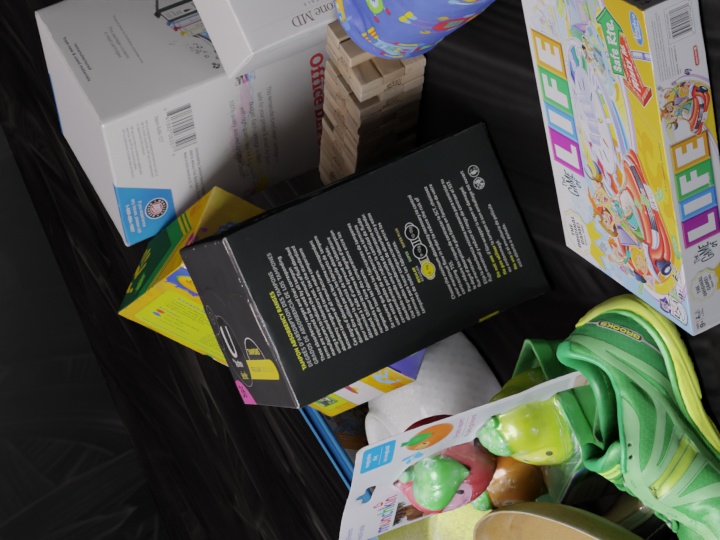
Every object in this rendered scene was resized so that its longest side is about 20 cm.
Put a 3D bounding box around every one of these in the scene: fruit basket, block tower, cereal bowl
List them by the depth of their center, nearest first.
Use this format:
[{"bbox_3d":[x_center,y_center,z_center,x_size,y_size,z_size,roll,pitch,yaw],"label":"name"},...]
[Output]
[{"bbox_3d":[0.085,0.124,1.248,0.094,0.200,0.185,60,162,22],"label":"fruit basket"},{"bbox_3d":[0.006,-0.110,1.416,0.054,0.058,0.200,58,163,27],"label":"block tower"},{"bbox_3d":[0.061,0.140,1.549,0.200,0.083,0.200,56,160,32],"label":"cereal bowl"}]

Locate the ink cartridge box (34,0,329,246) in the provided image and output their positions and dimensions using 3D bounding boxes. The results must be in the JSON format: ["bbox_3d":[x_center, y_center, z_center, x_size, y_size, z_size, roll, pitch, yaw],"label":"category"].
[{"bbox_3d":[-0.132,-0.148,1.534,0.145,0.200,0.147,56,161,35],"label":"ink cartridge box"}]

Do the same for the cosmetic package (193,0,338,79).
[{"bbox_3d":[-0.084,-0.254,1.402,0.200,0.107,0.085,64,163,1],"label":"cosmetic package"}]

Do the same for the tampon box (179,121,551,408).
[{"bbox_3d":[0.000,0.000,1.334,0.126,0.200,0.150,67,164,-4],"label":"tampon box"}]

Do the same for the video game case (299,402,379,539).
[{"bbox_3d":[0.017,0.156,1.658,0.143,0.018,0.200,12,-143,-52],"label":"video game case"}]

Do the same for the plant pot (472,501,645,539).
[{"bbox_3d":[0.162,0.211,1.229,0.200,0.028,0.200,30,153,17],"label":"plant pot"}]

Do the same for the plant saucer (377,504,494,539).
[{"bbox_3d":[0.102,0.239,1.460,0.200,0.048,0.200,36,162,-2],"label":"plant saucer"}]

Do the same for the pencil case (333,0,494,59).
[{"bbox_3d":[0.042,-0.187,1.157,0.087,0.078,0.200,65,164,1],"label":"pencil case"}]

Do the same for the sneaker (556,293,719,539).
[{"bbox_3d":[0.177,0.115,1.154,0.200,0.083,0.074,64,163,5],"label":"sneaker"}]

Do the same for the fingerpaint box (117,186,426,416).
[{"bbox_3d":[-0.064,0.028,1.484,0.200,0.073,0.167,27,158,-15],"label":"fingerpaint box"}]

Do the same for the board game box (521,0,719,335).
[{"bbox_3d":[0.147,-0.078,1.064,0.134,0.034,0.200,42,151,55],"label":"board game box"}]

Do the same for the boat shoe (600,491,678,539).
[{"bbox_3d":[0.182,0.186,1.275,0.065,0.072,0.200,42,153,9],"label":"boat shoe"}]

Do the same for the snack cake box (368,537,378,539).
[{"bbox_3d":[0.089,0.299,1.605,0.115,0.067,0.200,20,-158,-44],"label":"snack cake box"}]
